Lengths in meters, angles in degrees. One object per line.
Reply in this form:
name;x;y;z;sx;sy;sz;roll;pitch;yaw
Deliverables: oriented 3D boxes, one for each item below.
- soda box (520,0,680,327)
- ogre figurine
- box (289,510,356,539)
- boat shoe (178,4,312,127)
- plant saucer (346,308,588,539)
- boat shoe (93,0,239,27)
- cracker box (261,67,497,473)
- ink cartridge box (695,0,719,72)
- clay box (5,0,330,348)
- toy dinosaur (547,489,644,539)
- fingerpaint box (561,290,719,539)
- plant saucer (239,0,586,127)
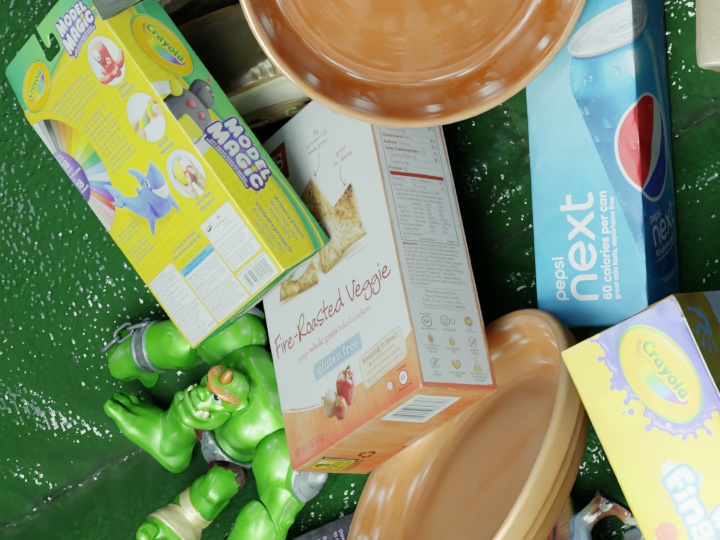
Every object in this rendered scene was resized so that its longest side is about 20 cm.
soda box;0.136;-0.070;1.226;0.067;0.064;0.201;-3;90;25
ogre figurine;-0.085;0.097;1.318;0.120;0.098;0.201;-42;38;26
box;0.025;0.210;1.299;0.199;0.036;0.144;-27;80;21
boat shoe;-0.033;-0.133;1.292;0.199;0.066;0.074;-14;72;16
plant saucer;0.061;0.116;1.181;0.037;0.200;0.200;33;108;-18
boat shoe;-0.090;-0.185;1.326;0.199;0.074;0.067;-21;61;17
cracker box;0.000;0.000;1.240;0.134;0.057;0.201;-38;55;47
ink cartridge box;0.281;-0.189;1.150;0.199;0.075;0.166;0;92;26
clay box;-0.115;-0.066;1.246;0.201;0.048;0.115;55;139;3
toy dinosaur;0.132;0.221;1.221;0.200;0.105;0.182;31;98;48
fingerpaint box;0.200;0.115;1.143;0.073;0.167;0.201;-28;80;23
plant saucer;0.028;-0.178;1.174;0.199;0.032;0.202;-2;107;-7
